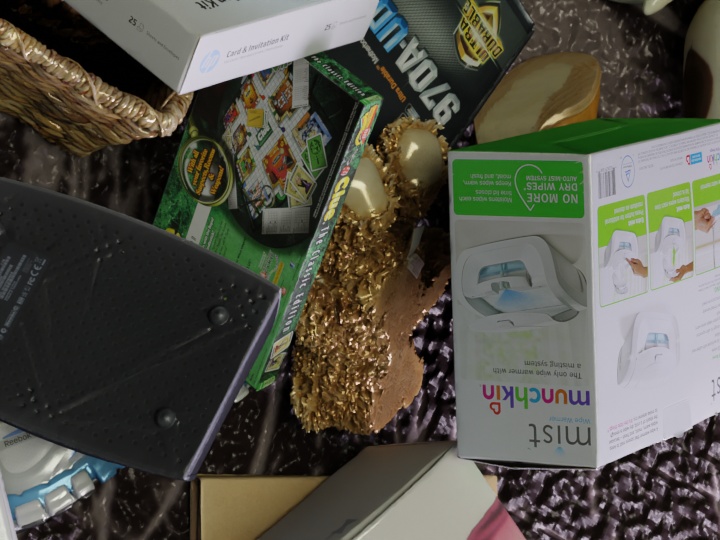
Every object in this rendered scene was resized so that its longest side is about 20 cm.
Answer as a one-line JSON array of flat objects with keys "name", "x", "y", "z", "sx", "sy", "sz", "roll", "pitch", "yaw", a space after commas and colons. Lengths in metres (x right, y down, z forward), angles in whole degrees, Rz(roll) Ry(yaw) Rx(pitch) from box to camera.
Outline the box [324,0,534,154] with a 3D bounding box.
[{"name": "box", "x": 0.010, "y": -0.142, "z": 1.662, "sx": 0.159, "sy": 0.046, "sz": 0.200, "roll": -54, "pitch": 142, "yaw": -13}]

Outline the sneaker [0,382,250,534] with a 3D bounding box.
[{"name": "sneaker", "x": -0.139, "y": 0.067, "z": 1.630, "sx": 0.199, "sy": 0.075, "sz": 0.087, "roll": -31, "pitch": 94, "yaw": -23}]

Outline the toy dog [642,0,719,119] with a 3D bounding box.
[{"name": "toy dog", "x": 0.243, "y": -0.078, "z": 1.781, "sx": 0.193, "sy": 0.139, "sz": 0.201, "roll": 33, "pitch": 76, "yaw": -19}]

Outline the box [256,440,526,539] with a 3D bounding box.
[{"name": "box", "x": 0.047, "y": 0.209, "z": 1.652, "sx": 0.109, "sy": 0.128, "sz": 0.201, "roll": -39, "pitch": 103, "yaw": -24}]

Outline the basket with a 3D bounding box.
[{"name": "basket", "x": -0.177, "y": -0.171, "z": 1.581, "sx": 0.199, "sy": 0.149, "sz": 0.143, "roll": 31, "pitch": 75, "yaw": -19}]

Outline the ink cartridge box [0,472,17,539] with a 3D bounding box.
[{"name": "ink cartridge box", "x": -0.247, "y": 0.198, "z": 1.544, "sx": 0.144, "sy": 0.085, "sz": 0.201, "roll": -13, "pitch": 94, "yaw": -6}]

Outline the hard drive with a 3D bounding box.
[{"name": "hard drive", "x": -0.153, "y": 0.034, "z": 1.579, "sx": 0.199, "sy": 0.042, "sz": 0.135, "roll": 20, "pitch": 71, "yaw": 20}]

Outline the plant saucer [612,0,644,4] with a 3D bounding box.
[{"name": "plant saucer", "x": 0.182, "y": -0.271, "z": 1.808, "sx": 0.199, "sy": 0.050, "sz": 0.202, "roll": 1, "pitch": 87, "yaw": -24}]

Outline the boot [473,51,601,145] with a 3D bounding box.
[{"name": "boot", "x": 0.109, "y": -0.029, "z": 1.754, "sx": 0.202, "sy": 0.070, "sz": 0.145, "roll": -60, "pitch": 144, "yaw": -47}]

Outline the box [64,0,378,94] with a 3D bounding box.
[{"name": "box", "x": -0.110, "y": -0.178, "z": 1.517, "sx": 0.200, "sy": 0.041, "sz": 0.156, "roll": 41, "pitch": 35, "yaw": 23}]

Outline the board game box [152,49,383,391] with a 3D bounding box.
[{"name": "board game box", "x": -0.060, "y": -0.041, "z": 1.576, "sx": 0.105, "sy": 0.201, "sz": 0.023, "roll": 37, "pitch": 36, "yaw": 21}]

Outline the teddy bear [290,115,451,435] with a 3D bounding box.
[{"name": "teddy bear", "x": 0.000, "y": 0.000, "z": 1.662, "sx": 0.145, "sy": 0.067, "sz": 0.201, "roll": -48, "pitch": 150, "yaw": -31}]

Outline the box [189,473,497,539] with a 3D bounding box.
[{"name": "box", "x": -0.008, "y": 0.204, "z": 1.709, "sx": 0.199, "sy": 0.021, "sz": 0.165, "roll": 1, "pitch": 86, "yaw": -24}]

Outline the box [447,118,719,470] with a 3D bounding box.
[{"name": "box", "x": 0.139, "y": 0.009, "z": 1.638, "sx": 0.200, "sy": 0.096, "sz": 0.178, "roll": -17, "pitch": 107, "yaw": -59}]
